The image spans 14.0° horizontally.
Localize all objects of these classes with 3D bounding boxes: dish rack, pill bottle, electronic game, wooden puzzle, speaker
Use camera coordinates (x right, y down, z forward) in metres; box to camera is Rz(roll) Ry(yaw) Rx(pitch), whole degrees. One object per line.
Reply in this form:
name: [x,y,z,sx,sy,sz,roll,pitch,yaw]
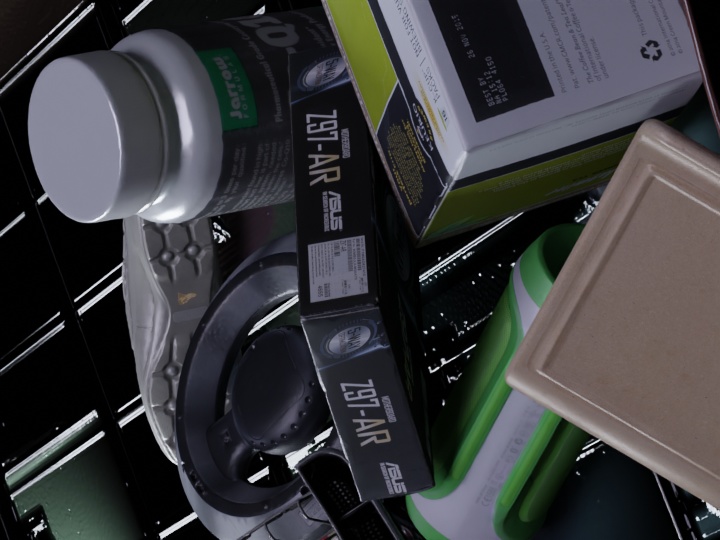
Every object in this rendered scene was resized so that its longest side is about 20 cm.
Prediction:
dish rack: [-0.046,0.213,1.684,0.200,0.055,0.153,-35,77,13]
pill bottle: [-0.084,-0.088,1.693,0.113,0.200,0.113,18,113,47]
electronic game: [-0.045,0.073,1.775,0.200,0.042,0.200,-21,61,43]
wooden puzzle: [0.188,0.034,1.472,0.185,0.037,0.200,31,131,6]
speaker: [0.093,0.070,1.609,0.088,0.088,0.200,52,135,29]

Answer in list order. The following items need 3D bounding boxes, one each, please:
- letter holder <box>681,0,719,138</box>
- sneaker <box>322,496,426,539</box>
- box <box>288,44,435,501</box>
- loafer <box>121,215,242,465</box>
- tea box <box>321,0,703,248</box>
letter holder: [0.191,-0.157,1.354,0.101,0.142,0.200,-15,88,16]
sneaker: [0.030,0.188,1.724,0.075,0.081,0.200,-51,59,41]
box: [0.000,0.000,1.606,0.160,0.044,0.200,73,-170,-46]
loafer: [-0.116,0.026,1.882,0.070,0.070,0.200,-132,37,-69]
tea box: [0.064,-0.142,1.492,0.197,0.134,0.200,121,130,-75]
